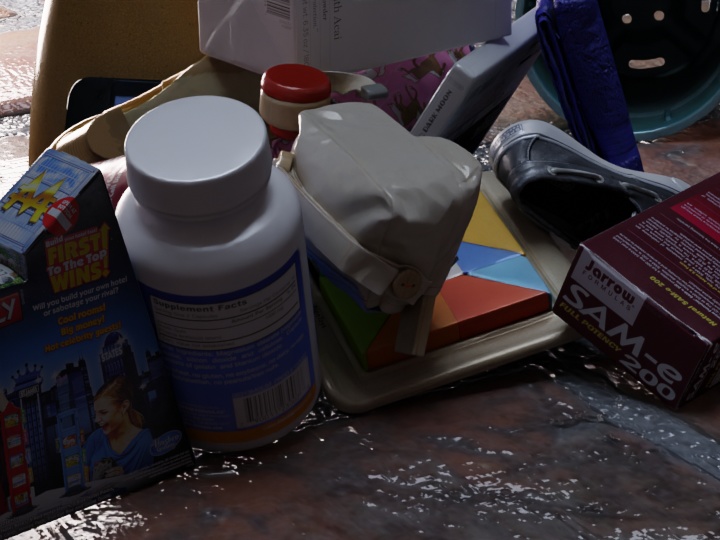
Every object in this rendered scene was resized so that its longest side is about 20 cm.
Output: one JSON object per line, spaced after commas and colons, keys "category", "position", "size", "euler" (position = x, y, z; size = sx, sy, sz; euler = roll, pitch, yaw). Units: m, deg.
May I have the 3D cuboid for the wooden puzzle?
{"category": "wooden puzzle", "position": [0.043, 0.004, 1.452], "size": [0.199, 0.037, 0.185], "euler": [-14, 39, -14]}

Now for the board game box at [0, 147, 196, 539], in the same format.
{"category": "board game box", "position": [-0.195, 0.043, 1.245], "size": [0.199, 0.201, 0.062], "euler": [-18, 25, -36]}

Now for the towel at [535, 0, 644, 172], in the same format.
{"category": "towel", "position": [0.170, -0.121, 1.631], "size": [0.049, 0.201, 0.148], "euler": [-16, 17, 5]}

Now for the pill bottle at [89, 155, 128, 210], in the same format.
{"category": "pill bottle", "position": [-0.155, -0.020, 1.477], "size": [0.199, 0.115, 0.114], "euler": [-10, 11, 44]}

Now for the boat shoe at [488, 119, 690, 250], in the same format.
{"category": "boat shoe", "position": [0.176, -0.036, 1.508], "size": [0.199, 0.072, 0.068], "euler": [27, 28, -31]}

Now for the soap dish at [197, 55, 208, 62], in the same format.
{"category": "soap dish", "position": [-0.040, -0.143, 1.808], "size": [0.157, 0.081, 0.200], "euler": [37, 33, 10]}

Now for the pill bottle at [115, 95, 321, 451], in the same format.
{"category": "pill bottle", "position": [-0.086, 0.001, 1.305], "size": [0.111, 0.201, 0.112], "euler": [-4, 40, 3]}

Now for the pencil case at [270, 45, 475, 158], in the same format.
{"category": "pencil case", "position": [0.011, -0.117, 1.681], "size": [0.086, 0.083, 0.200], "euler": [22, 45, 25]}

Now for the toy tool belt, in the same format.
{"category": "toy tool belt", "position": [-0.010, -0.037, 1.399], "size": [0.124, 0.123, 0.200], "euler": [-11, 33, -30]}

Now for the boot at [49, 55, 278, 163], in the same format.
{"category": "boot", "position": [-0.145, -0.097, 1.613], "size": [0.200, 0.071, 0.144], "euler": [-18, -4, -30]}

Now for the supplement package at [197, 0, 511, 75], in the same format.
{"category": "supplement package", "position": [-0.002, -0.217, 1.563], "size": [0.199, 0.122, 0.120], "euler": [-17, 26, -35]}

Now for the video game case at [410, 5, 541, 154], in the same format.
{"category": "video game case", "position": [0.070, -0.108, 1.666], "size": [0.023, 0.182, 0.200], "euler": [37, 31, 8]}

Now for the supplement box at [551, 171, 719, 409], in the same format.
{"category": "supplement box", "position": [0.228, 0.005, 1.422], "size": [0.109, 0.061, 0.200], "euler": [40, 40, 25]}

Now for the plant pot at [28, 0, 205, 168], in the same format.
{"category": "plant pot", "position": [-0.196, -0.176, 1.844], "size": [0.185, 0.201, 0.187], "euler": [-3, 21, 1]}

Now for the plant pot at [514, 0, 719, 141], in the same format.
{"category": "plant pot", "position": [0.244, -0.229, 1.943], "size": [0.199, 0.201, 0.196], "euler": [0, 13, 10]}

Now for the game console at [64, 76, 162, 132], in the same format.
{"category": "game console", "position": [-0.162, -0.068, 1.674], "size": [0.199, 0.172, 0.118], "euler": [4, -5, 21]}
